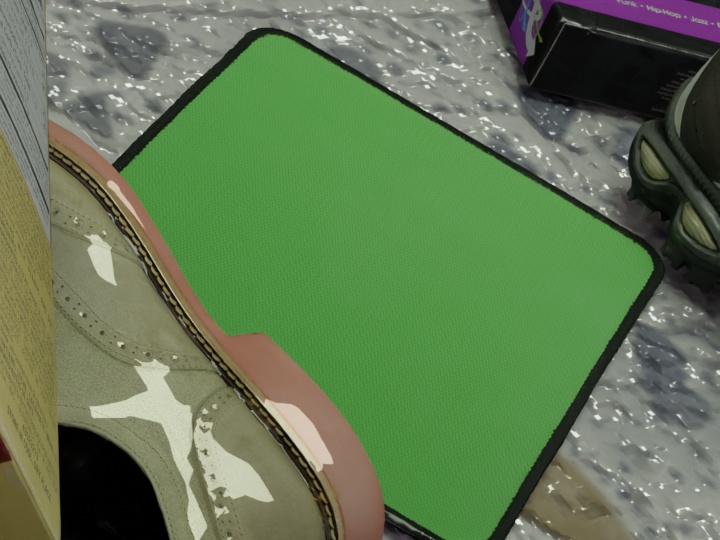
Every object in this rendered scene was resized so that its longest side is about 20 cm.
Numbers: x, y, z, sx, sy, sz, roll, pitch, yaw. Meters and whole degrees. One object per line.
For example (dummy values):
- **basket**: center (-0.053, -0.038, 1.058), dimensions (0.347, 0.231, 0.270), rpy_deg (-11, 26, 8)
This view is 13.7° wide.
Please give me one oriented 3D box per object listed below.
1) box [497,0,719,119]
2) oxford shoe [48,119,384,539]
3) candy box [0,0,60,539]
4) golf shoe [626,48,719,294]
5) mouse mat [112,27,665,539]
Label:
- **box**: center (0.108, -0.125, 1.128), dimensions (0.143, 0.036, 0.200), rpy_deg (12, 38, -23)
- **oxford shoe**: center (-0.085, 0.019, 0.779), dimensions (0.200, 0.071, 0.074), rpy_deg (39, 44, 23)
- **candy box**: center (-0.136, -0.011, 0.732), dimensions (0.115, 0.055, 0.200), rpy_deg (-13, 46, 5)
- **golf shoe**: center (0.168, -0.001, 0.949), dimensions (0.078, 0.095, 0.200), rpy_deg (-12, 53, -47)
- **mouse mat**: center (0.000, 0.000, 0.914), dimensions (0.161, 0.008, 0.200), rpy_deg (31, 33, 6)
